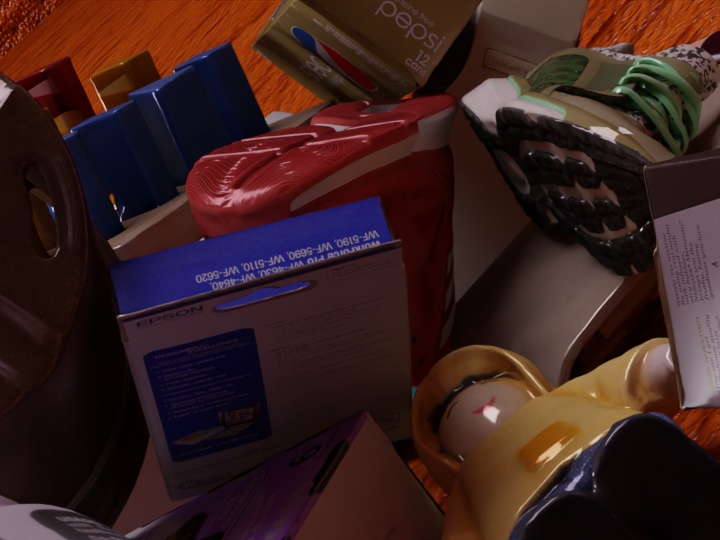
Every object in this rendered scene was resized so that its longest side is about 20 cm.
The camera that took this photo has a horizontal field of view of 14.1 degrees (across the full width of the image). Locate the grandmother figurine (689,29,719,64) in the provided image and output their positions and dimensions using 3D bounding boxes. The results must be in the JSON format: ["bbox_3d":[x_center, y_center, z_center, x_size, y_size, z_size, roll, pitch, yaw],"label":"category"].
[{"bbox_3d":[0.168,-0.088,1.293,0.121,0.061,0.199,-30,8,-39],"label":"grandmother figurine"}]

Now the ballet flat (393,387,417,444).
[{"bbox_3d":[-0.030,0.046,1.283,0.199,0.075,0.074,20,49,35],"label":"ballet flat"}]

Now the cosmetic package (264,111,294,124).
[{"bbox_3d":[-0.019,-0.011,1.404,0.090,0.107,0.200,-38,12,-6],"label":"cosmetic package"}]

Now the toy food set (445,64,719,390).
[{"bbox_3d":[0.121,-0.007,1.154,0.200,0.060,0.143,-48,15,-11],"label":"toy food set"}]

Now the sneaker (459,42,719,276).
[{"bbox_3d":[0.099,-0.060,1.107,0.088,0.077,0.200,-37,16,-3],"label":"sneaker"}]

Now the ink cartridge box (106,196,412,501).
[{"bbox_3d":[-0.033,0.024,1.020,0.099,0.039,0.200,-14,-21,-5],"label":"ink cartridge box"}]

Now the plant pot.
[{"bbox_3d":[-0.169,0.016,1.027,0.200,0.200,0.198,-40,-10,-15],"label":"plant pot"}]

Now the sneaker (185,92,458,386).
[{"bbox_3d":[0.000,0.000,1.114,0.078,0.116,0.200,-5,10,25],"label":"sneaker"}]

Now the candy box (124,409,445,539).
[{"bbox_3d":[-0.078,0.155,1.044,0.199,0.072,0.168,-29,14,29],"label":"candy box"}]

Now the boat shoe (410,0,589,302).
[{"bbox_3d":[0.053,-0.067,1.298,0.063,0.071,0.201,138,153,-71],"label":"boat shoe"}]

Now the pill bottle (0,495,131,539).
[{"bbox_3d":[-0.083,0.138,0.867,0.114,0.114,0.199,-42,39,-23],"label":"pill bottle"}]

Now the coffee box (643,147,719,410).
[{"bbox_3d":[0.181,-0.009,0.839,0.114,0.080,0.200,-12,2,-25],"label":"coffee box"}]

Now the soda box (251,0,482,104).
[{"bbox_3d":[0.005,-0.115,1.256,0.068,0.064,0.200,-55,6,-5],"label":"soda box"}]

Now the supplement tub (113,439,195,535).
[{"bbox_3d":[-0.151,0.096,1.280,0.145,0.146,0.200,-41,14,-19],"label":"supplement tub"}]

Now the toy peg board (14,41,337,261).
[{"bbox_3d":[-0.144,-0.043,1.278,0.198,0.098,0.200,-20,11,32],"label":"toy peg board"}]

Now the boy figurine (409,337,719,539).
[{"bbox_3d":[0.070,0.065,0.992,0.124,0.064,0.200,-45,15,-1],"label":"boy figurine"}]
